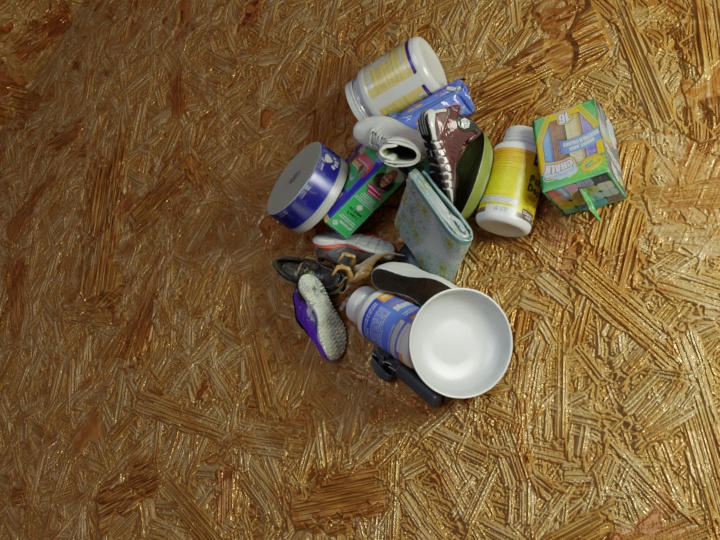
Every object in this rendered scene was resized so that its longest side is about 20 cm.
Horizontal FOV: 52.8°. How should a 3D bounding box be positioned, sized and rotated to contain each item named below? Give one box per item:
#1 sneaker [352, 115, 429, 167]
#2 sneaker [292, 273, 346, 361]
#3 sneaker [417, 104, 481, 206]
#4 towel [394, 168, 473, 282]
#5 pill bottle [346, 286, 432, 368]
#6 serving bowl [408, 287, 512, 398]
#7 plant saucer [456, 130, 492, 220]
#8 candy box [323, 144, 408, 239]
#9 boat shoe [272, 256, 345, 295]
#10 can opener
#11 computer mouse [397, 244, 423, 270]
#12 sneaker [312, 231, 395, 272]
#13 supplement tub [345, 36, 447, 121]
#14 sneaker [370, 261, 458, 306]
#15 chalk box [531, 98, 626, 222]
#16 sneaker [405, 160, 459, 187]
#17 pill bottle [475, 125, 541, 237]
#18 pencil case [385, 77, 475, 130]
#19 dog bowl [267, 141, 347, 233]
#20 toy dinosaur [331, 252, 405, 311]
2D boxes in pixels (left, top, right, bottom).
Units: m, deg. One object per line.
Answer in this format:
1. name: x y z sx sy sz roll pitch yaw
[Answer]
1. sneaker: 0.052 -0.265 1.481 0.199 0.115 0.074 18 116 25
2. sneaker: -0.099 0.116 1.615 0.100 0.069 0.201 -44 63 50
3. sneaker: 0.191 -0.227 1.414 0.115 0.201 0.076 -21 22 -13
4. towel: 0.142 -0.082 1.453 0.048 0.172 0.201 -20 61 -22
5. pill bottle: 0.064 0.106 1.463 0.200 0.112 0.113 30 91 41
6. serving bowl: 0.179 0.135 1.351 0.066 0.199 0.201 155 135 -79
7. plant saucer: 0.220 -0.179 1.454 0.200 0.031 0.201 -162 90 -83
8. candy box: -0.003 -0.191 1.623 0.200 0.077 0.169 -46 29 12
9. boat shoe: -0.125 0.011 1.671 0.199 0.065 0.074 9 76 37
10. can opener: 0.095 0.216 1.450 0.200 0.053 0.067 38 127 39
11. computer mouse: 0.119 0.027 1.507 0.058 0.034 0.201 -33 56 20
12. sneaker: -0.012 -0.035 1.618 0.199 0.077 0.082 11 116 27
13. supplement tub: 0.080 -0.418 1.643 0.199 0.145 0.146 -24 59 26
14. sneaker: 0.126 0.024 1.447 0.199 0.085 0.073 22 116 18
15. chalk box: 0.403 -0.184 1.327 0.123 0.124 0.201 -15 62 30
16. sneaker: 0.139 -0.204 1.537 0.200 0.079 0.078 50 123 49
17. pill bottle: 0.298 -0.174 1.408 0.109 0.109 0.201 8 77 38
18. pencil case: 0.150 -0.339 1.561 0.199 0.087 0.078 -26 64 2
19. dog bowl: -0.121 -0.187 1.633 0.200 0.079 0.201 -41 29 28
20. toy dinosaur: 0.000 0.000 1.567 0.200 0.106 0.061 -54 13 29
